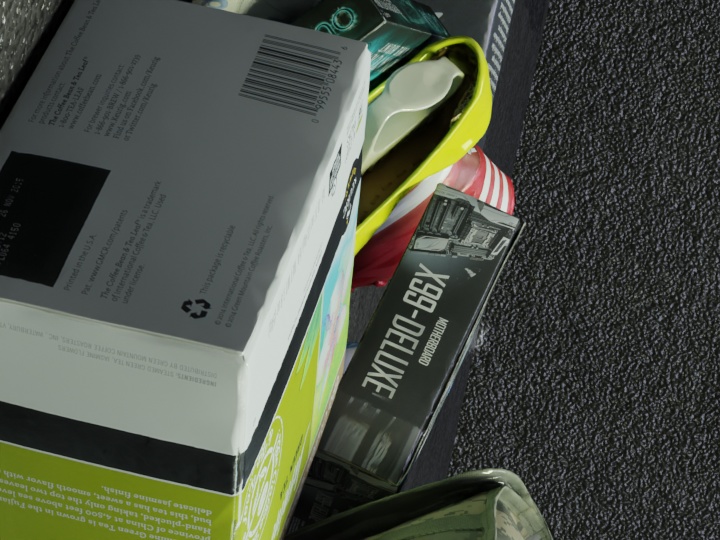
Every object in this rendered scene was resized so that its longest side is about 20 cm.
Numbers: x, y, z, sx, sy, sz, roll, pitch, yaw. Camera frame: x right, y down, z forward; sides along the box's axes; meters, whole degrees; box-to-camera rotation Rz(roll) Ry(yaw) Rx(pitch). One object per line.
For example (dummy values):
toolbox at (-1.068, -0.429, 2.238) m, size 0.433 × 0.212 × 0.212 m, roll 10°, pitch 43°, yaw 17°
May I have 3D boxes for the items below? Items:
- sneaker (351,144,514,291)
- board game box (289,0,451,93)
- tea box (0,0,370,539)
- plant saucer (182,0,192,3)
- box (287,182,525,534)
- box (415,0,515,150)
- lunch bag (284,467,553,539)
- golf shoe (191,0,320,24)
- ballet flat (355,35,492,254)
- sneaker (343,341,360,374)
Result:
sneaker at (0.000, 0.000, 1.278) m, size 0.115 × 0.199 × 0.079 m, roll 31°, pitch 38°, yaw -41°
board game box at (-0.028, -0.086, 1.158) m, size 0.135 × 0.028 × 0.200 m, roll -37°, pitch 175°, yaw 11°
tea box at (-0.085, 0.027, 0.972) m, size 0.201 × 0.132 × 0.198 m, roll -70°, pitch 170°, yaw -46°
plant saucer at (-0.085, -0.095, 1.199) m, size 0.201 × 0.019 × 0.070 m, roll 88°, pitch 16°, yaw -55°
box at (0.014, 0.071, 1.198) m, size 0.200 × 0.049 × 0.158 m, roll 108°, pitch 7°, yaw -62°
box at (0.015, -0.173, 1.317) m, size 0.104 × 0.147 × 0.202 m, roll 3°, pitch 100°, yaw -82°
lunch bag at (0.010, 0.169, 1.066) m, size 0.200 × 0.163 × 0.118 m, roll -70°, pitch 139°, yaw -78°
golf shoe at (-0.051, -0.129, 1.162) m, size 0.097 × 0.078 × 0.200 m, roll -50°, pitch 170°, yaw -6°
ballet flat at (-0.006, -0.050, 1.141) m, size 0.200 × 0.067 × 0.067 m, roll -41°, pitch 165°, yaw -27°
sneaker at (-0.031, 0.068, 1.370) m, size 0.072 × 0.072 × 0.200 m, roll -60°, pitch 171°, yaw 10°
